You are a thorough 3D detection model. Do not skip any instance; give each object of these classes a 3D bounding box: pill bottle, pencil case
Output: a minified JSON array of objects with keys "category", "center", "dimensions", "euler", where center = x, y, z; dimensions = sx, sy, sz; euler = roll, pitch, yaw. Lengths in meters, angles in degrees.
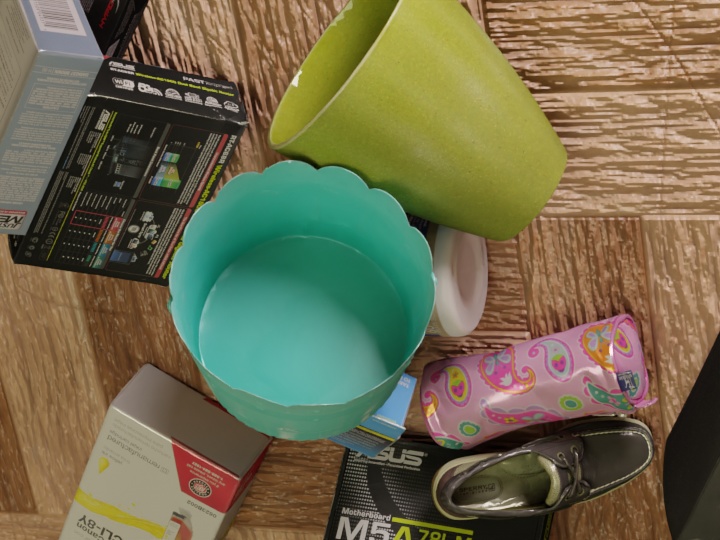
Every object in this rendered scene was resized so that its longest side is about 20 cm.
[{"category":"pill bottle","center":[0.000,0.000,1.680],"dimensions":[0.198,0.111,0.112],"euler":[0,117,22]},{"category":"pencil case","center":[0.151,0.098,1.689],"dimensions":[0.199,0.088,0.088],"euler":[-14,111,26]}]

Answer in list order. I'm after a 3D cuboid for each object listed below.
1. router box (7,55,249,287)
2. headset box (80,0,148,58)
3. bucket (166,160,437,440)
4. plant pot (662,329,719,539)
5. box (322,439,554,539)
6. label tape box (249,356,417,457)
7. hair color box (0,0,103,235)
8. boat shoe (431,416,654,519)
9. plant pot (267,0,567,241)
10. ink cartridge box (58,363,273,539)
[{"category":"router box","center":[-0.204,-0.085,1.702],"dimensions":[0.149,0.062,0.201],"euler":[10,129,-27]},{"category":"headset box","center":[-0.288,-0.246,1.683],"dimensions":[0.199,0.075,0.149],"euler":[32,124,2]},{"category":"bucket","center":[-0.045,0.029,1.531],"dimensions":[0.206,0.208,0.135],"euler":[26,162,7]},{"category":"plant pot","center":[0.353,0.159,1.586],"dimensions":[0.199,0.178,0.201],"euler":[24,124,7]},{"category":"box","center":[0.064,0.253,1.756],"dimensions":[0.198,0.195,0.048],"euler":[8,161,19]},{"category":"label tape box","center":[-0.029,0.096,1.693],"dimensions":[0.142,0.067,0.200],"euler":[23,165,-2]},{"category":"hair color box","center":[-0.284,-0.135,1.632],"dimensions":[0.060,0.099,0.201],"euler":[4,134,-33]},{"category":"boat shoe","center":[0.161,0.177,1.694],"dimensions":[0.199,0.066,0.072],"euler":[-12,97,-4]},{"category":"plant pot","center":[0.060,-0.116,1.569],"dimensions":[0.199,0.188,0.187],"euler":[36,125,-16]},{"category":"ink cartridge box","center":[-0.191,0.215,1.891],"dimensions":[0.144,0.083,0.201],"euler":[28,124,5]}]
